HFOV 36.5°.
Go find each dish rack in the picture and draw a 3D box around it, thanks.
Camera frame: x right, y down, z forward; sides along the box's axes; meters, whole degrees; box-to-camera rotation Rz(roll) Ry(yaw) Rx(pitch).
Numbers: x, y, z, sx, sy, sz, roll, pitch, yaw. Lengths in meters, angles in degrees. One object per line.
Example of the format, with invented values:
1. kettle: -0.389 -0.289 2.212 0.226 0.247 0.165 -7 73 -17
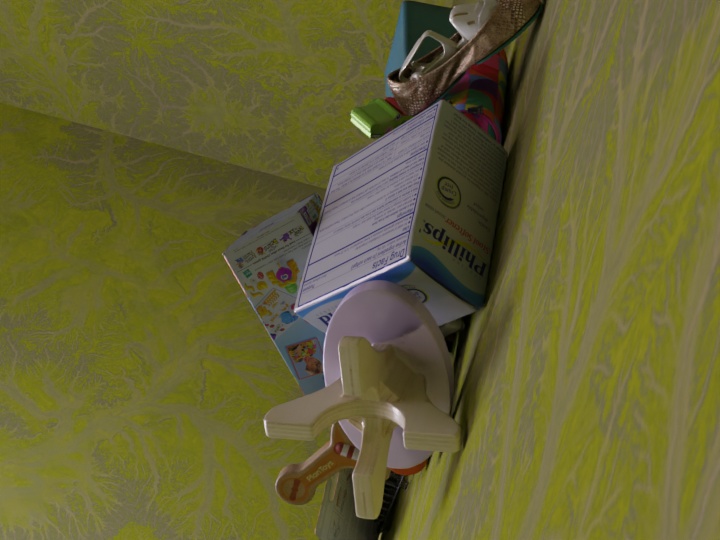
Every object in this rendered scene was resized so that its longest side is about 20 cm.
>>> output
1. dish rack: 0.034 0.226 1.356 0.201 0.054 0.154 105 179 -49

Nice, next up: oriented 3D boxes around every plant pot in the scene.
1. plant pot: 0.111 -0.240 1.498 0.142 0.140 0.201 106 170 -52

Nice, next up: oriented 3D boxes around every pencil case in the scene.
1. pencil case: 0.128 -0.199 1.271 0.201 0.088 0.089 -76 1 -52

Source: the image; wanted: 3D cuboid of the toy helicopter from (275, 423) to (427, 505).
1. toy helicopter: -0.025 0.191 1.201 0.200 0.132 0.079 -39 17 23

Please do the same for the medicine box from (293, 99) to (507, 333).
1. medicine box: 0.042 -0.040 1.121 0.182 0.103 0.201 -25 42 46

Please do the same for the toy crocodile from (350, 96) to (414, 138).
1. toy crocodile: 0.062 -0.179 1.301 0.199 0.068 0.062 -3 -49 -50

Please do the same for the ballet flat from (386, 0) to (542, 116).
1. ballet flat: 0.105 -0.246 1.188 0.200 0.065 0.071 -39 24 26

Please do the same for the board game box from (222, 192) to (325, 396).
1. board game box: -0.052 0.031 1.236 0.201 0.104 0.103 61 -164 -9

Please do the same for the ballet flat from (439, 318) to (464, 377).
1. ballet flat: 0.078 0.078 1.135 0.067 0.066 0.202 -28 46 59

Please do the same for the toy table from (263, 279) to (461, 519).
1. toy table: 0.015 0.124 1.016 0.117 0.182 0.201 -56 -47 -58

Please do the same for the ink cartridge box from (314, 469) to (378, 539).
1. ink cartridge box: -0.022 0.286 1.393 0.200 0.057 0.164 50 -135 -51
